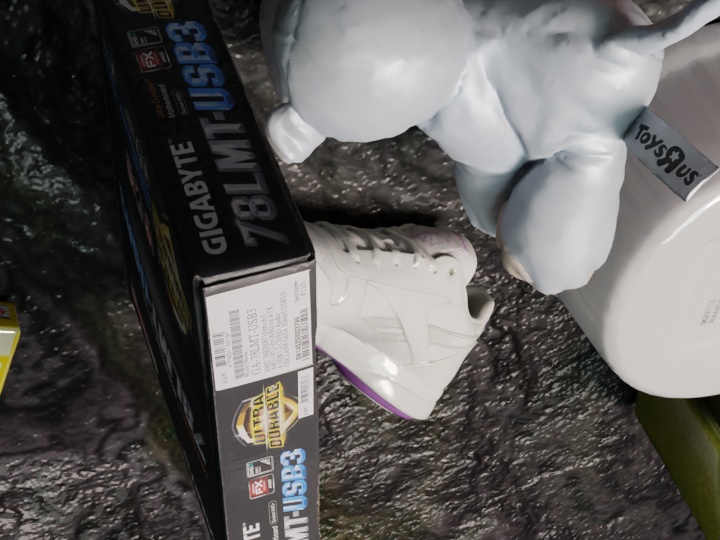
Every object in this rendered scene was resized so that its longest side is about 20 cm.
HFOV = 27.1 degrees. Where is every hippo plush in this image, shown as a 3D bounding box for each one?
[{"bbox_3d":[0.035,-0.070,0.632,0.158,0.200,0.161,1,111,-16],"label":"hippo plush"}]

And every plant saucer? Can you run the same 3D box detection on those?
[{"bbox_3d":[0.260,0.058,0.878,0.198,0.200,0.048,-32,111,7],"label":"plant saucer"}]

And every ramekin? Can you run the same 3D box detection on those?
[{"bbox_3d":[0.194,-0.024,0.810,0.198,0.098,0.202,-14,137,-13],"label":"ramekin"}]

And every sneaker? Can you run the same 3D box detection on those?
[{"bbox_3d":[0.000,0.000,0.773,0.100,0.075,0.200,-48,139,3],"label":"sneaker"}]

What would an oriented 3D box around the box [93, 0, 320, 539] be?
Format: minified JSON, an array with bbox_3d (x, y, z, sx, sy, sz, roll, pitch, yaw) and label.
[{"bbox_3d":[-0.066,0.003,0.633,0.049,0.201,0.200,-12,137,-14],"label":"box"}]

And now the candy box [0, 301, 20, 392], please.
[{"bbox_3d":[-0.246,0.092,0.764,0.101,0.027,0.201,7,129,-26],"label":"candy box"}]
